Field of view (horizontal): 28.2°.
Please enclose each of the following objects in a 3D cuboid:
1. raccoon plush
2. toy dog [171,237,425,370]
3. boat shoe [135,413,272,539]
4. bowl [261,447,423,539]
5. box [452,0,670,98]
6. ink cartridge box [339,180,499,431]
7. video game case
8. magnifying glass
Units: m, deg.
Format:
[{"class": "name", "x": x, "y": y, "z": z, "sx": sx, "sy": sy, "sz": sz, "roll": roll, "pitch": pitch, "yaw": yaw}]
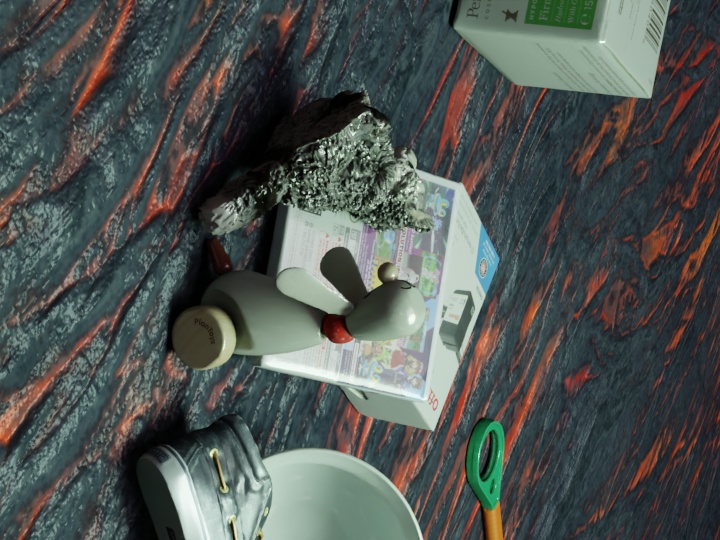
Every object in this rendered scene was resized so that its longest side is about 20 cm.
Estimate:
[{"class": "raccoon plush", "x": -0.032, "y": -0.052, "z": 1.173, "sx": 0.199, "sy": 0.097, "sz": 0.135, "roll": -33, "pitch": 118, "yaw": -13}, {"class": "toy dog", "x": -0.051, "y": 0.014, "z": 1.106, "sx": 0.132, "sy": 0.197, "sz": 0.098, "roll": -55, "pitch": 135, "yaw": -84}, {"class": "boat shoe", "x": -0.104, "y": 0.216, "z": 1.121, "sx": 0.090, "sy": 0.070, "sz": 0.203, "roll": -25, "pitch": 113, "yaw": -33}, {"class": "bowl", "x": -0.047, "y": 0.245, "z": 1.208, "sx": 0.090, "sy": 0.198, "sz": 0.204, "roll": -167, "pitch": -93, "yaw": -83}, {"class": "box", "x": 0.224, "y": -0.310, "z": 1.513, "sx": 0.199, "sy": 0.169, "sz": 0.202, "roll": 22, "pitch": 79, "yaw": -62}, {"class": "ink cartridge box", "x": 0.050, "y": 0.031, "z": 1.388, "sx": 0.202, "sy": 0.083, "sz": 0.145, "roll": -67, "pitch": 150, "yaw": -23}, {"class": "video game case", "x": 0.000, "y": 0.000, "z": 1.246, "sx": 0.181, "sy": 0.023, "sz": 0.203, "roll": 15, "pitch": 80, "yaw": -34}, {"class": "magnifying glass", "x": 0.157, "y": 0.268, "z": 1.753, "sx": 0.080, "sy": 0.022, "sz": 0.202, "roll": -49, "pitch": 138, "yaw": -46}]
